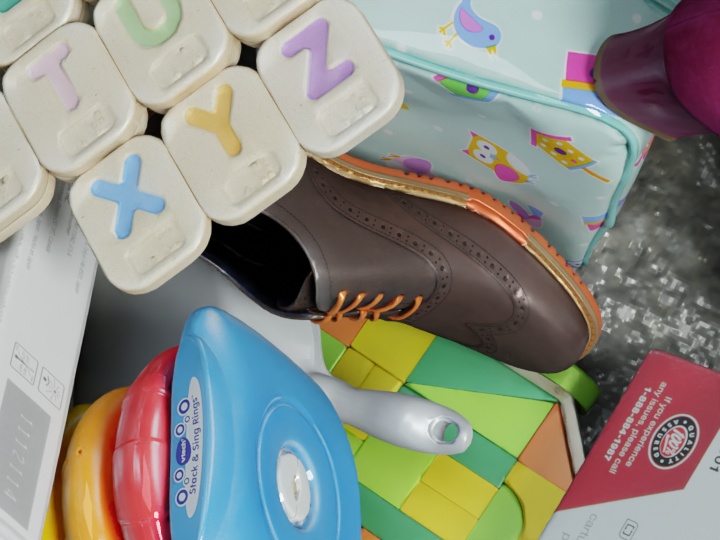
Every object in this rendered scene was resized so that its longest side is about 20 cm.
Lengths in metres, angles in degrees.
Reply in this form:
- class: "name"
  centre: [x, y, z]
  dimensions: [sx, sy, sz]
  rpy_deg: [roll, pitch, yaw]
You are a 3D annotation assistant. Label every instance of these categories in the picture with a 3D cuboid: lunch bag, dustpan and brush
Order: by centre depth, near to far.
- class: "lunch bag"
  centre: [0.036, -0.076, 0.808]
  dimensions: [0.159, 0.200, 0.078]
  rpy_deg: [22, 75, 5]
- class: "dustpan and brush"
  centre: [-0.045, 0.042, 0.827]
  dimensions: [0.199, 0.057, 0.141]
  rpy_deg: [11, 82, 43]

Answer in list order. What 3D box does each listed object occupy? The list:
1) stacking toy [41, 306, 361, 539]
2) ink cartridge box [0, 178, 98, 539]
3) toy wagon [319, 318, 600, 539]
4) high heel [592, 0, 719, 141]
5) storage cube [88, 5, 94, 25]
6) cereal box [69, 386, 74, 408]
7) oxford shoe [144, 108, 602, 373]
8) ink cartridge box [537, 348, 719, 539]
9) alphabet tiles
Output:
- class: "stacking toy"
  centre: [-0.109, 0.094, 0.755]
  dimensions: [0.198, 0.110, 0.117]
  rpy_deg: [-13, 62, 24]
- class: "ink cartridge box"
  centre: [-0.179, 0.051, 0.766]
  dimensions: [0.175, 0.045, 0.201]
  rpy_deg: [-28, 35, 25]
- class: "toy wagon"
  centre: [-0.004, 0.072, 0.858]
  dimensions: [0.199, 0.040, 0.156]
  rpy_deg: [32, 80, 19]
- class: "high heel"
  centre: [0.181, -0.047, 0.709]
  dimensions: [0.199, 0.096, 0.068]
  rpy_deg: [11, 80, -28]
- class: "storage cube"
  centre: [-0.151, -0.218, 0.899]
  dimensions: [0.169, 0.200, 0.181]
  rpy_deg: [-7, 71, 16]
- class: "cereal box"
  centre: [-0.181, 0.045, 0.872]
  dimensions: [0.143, 0.039, 0.202]
  rpy_deg: [-10, 68, 33]
- class: "oxford shoe"
  centre: [0.000, 0.000, 0.795]
  dimensions: [0.199, 0.071, 0.073]
  rpy_deg: [26, 50, -12]
- class: "ink cartridge box"
  centre: [0.161, 0.131, 0.742]
  dimensions: [0.199, 0.083, 0.146]
  rpy_deg: [20, 71, 43]
- class: "alphabet tiles"
  centre: [-0.078, -0.100, 0.728]
  dimensions: [0.199, 0.015, 0.196]
  rpy_deg: [-34, 65, 9]
